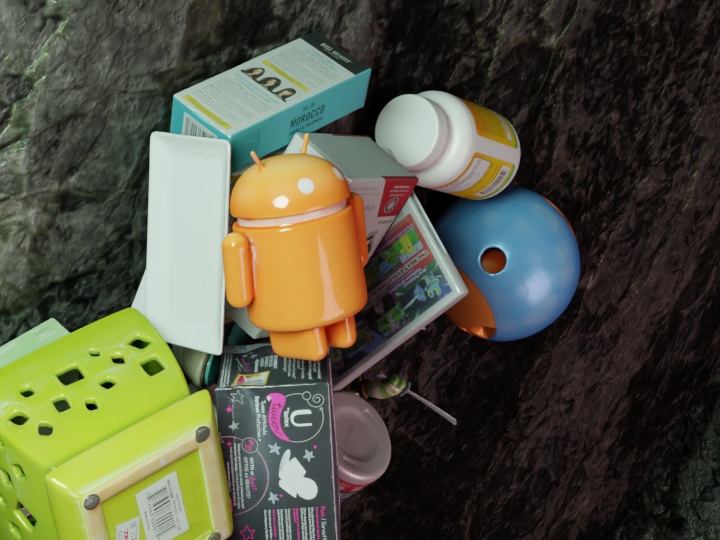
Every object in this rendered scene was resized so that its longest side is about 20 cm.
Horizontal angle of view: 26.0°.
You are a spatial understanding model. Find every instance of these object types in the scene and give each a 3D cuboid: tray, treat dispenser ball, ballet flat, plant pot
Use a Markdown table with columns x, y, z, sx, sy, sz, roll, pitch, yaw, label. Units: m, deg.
| x | y | z | sx | sy | sz | roll | pitch | yaw | label |
| --- | --- | --- | --- | --- | --- | --- | --- | --- | --- |
| -0.159 | -0.027 | 1.474 | 0.022 | 0.107 | 0.201 | -8 | 104 | -51 | tray |
| 0.183 | -0.010 | 2.012 | 0.201 | 0.201 | 0.202 | -38 | 149 | -29 | treat dispenser ball |
| -0.164 | 0.074 | 1.643 | 0.070 | 0.069 | 0.200 | -63 | 177 | 15 | ballet flat |
| -0.231 | 0.184 | 1.445 | 0.198 | 0.181 | 0.201 | -27 | 129 | -29 | plant pot |

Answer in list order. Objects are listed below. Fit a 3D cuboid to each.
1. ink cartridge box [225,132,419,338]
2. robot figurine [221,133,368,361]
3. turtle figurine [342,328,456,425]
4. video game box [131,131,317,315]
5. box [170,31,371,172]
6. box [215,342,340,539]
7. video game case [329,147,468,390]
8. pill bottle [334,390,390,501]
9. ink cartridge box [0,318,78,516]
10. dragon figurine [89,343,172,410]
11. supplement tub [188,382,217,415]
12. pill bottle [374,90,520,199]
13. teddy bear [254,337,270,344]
| x | y | z | sx | sy | sz | roll | pitch | yaw | label |
| --- | --- | --- | --- | --- | --- | --- | --- | --- | --- |
| -0.050 | -0.035 | 1.593 | 0.147 | 0.083 | 0.201 | -6 | 132 | -59 | ink cartridge box |
| -0.058 | -0.020 | 1.438 | 0.143 | 0.117 | 0.201 | -10 | 103 | -5 | robot figurine |
| 0.014 | 0.083 | 1.918 | 0.194 | 0.199 | 0.145 | 69 | 26 | -54 | turtle figurine |
| -0.131 | -0.043 | 1.600 | 0.182 | 0.047 | 0.201 | -23 | 146 | -49 | video game box |
| -0.087 | -0.167 | 1.536 | 0.200 | 0.082 | 0.049 | -30 | 146 | -39 | box |
| -0.078 | 0.184 | 1.555 | 0.132 | 0.114 | 0.201 | -94 | -178 | -73 | box |
| 0.000 | 0.000 | 1.664 | 0.200 | 0.183 | 0.023 | -38 | 160 | 29 | video game case |
| -0.067 | 0.241 | 1.917 | 0.119 | 0.120 | 0.200 | -19 | 165 | -49 | pill bottle |
| -0.341 | 0.161 | 1.530 | 0.145 | 0.048 | 0.201 | -33 | 146 | -36 | ink cartridge box |
| -0.240 | 0.141 | 1.610 | 0.100 | 0.059 | 0.200 | -54 | -176 | -41 | dragon figurine |
| -0.200 | 0.232 | 1.699 | 0.200 | 0.145 | 0.145 | -41 | 153 | 5 | supplement tub |
| 0.099 | -0.148 | 1.822 | 0.200 | 0.111 | 0.111 | 9 | 113 | -60 | pill bottle |
| -0.072 | 0.093 | 1.744 | 0.067 | 0.145 | 0.200 | -30 | -175 | 13 | teddy bear |
